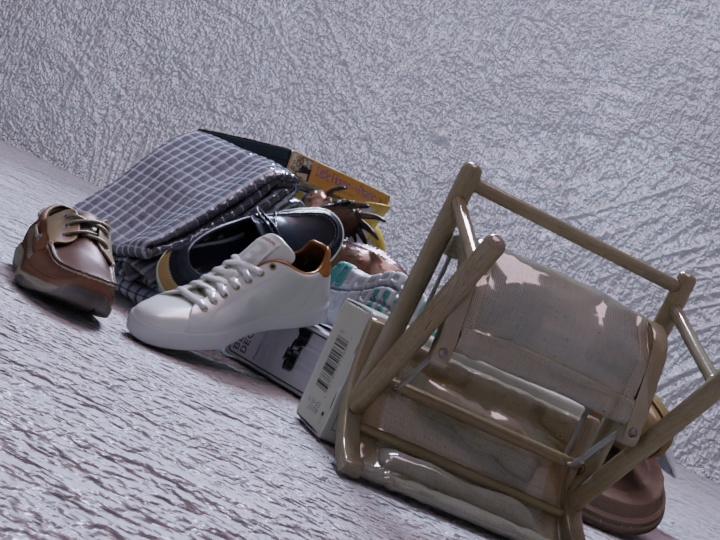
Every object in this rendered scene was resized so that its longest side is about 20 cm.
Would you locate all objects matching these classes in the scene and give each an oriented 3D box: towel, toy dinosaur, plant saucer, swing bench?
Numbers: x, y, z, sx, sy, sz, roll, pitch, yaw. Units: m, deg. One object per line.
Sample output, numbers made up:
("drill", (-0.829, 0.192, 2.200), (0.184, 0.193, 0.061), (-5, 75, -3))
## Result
("towel", (-0.177, -0.056, 1.122), (0.165, 0.200, 0.086), (26, -39, 39))
("toy dinosaur", (0.000, 0.000, 1.148), (0.199, 0.136, 0.086), (37, -17, 4))
("plant saucer", (0.224, 0.176, 1.122), (0.199, 0.030, 0.201), (24, 29, -14))
("swing bench", (0.112, 0.071, 0.772), (0.198, 0.201, 0.130), (25, 24, -14))

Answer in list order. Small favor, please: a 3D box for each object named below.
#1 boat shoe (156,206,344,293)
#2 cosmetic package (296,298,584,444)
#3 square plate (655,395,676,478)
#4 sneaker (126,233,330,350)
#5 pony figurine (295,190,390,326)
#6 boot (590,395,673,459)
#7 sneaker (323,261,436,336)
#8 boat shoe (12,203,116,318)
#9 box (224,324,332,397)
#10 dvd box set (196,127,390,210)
("boat shoe", (-0.092, -0.018, 1.043), (0.199, 0.075, 0.062), (-16, -10, -35))
("cosmetic package", (0.063, 0.110, 0.882), (0.199, 0.104, 0.073), (26, 0, -21))
("square plate", (0.271, 0.127, 1.262), (0.200, 0.028, 0.199), (40, -12, 38))
("sneaker", (-0.106, 0.010, 0.942), (0.199, 0.085, 0.073), (-12, 31, -44))
("pony figurine", (-0.063, 0.016, 1.248), (0.191, 0.202, 0.166), (10, 0, 12))
("boot", (0.180, 0.125, 1.072), (0.199, 0.067, 0.175), (-1, 33, -44))
("sneaker", (0.034, 0.046, 1.009), (0.091, 0.078, 0.200), (29, 0, -27))
("boat shoe", (-0.237, -0.016, 0.915), (0.075, 0.072, 0.200), (24, 1, -30))
("box", (-0.014, 0.095, 1.024), (0.199, 0.061, 0.116), (25, 0, 37))
("dvd box set", (-0.076, -0.111, 1.293), (0.145, 0.030, 0.199), (16, -2, 34))
